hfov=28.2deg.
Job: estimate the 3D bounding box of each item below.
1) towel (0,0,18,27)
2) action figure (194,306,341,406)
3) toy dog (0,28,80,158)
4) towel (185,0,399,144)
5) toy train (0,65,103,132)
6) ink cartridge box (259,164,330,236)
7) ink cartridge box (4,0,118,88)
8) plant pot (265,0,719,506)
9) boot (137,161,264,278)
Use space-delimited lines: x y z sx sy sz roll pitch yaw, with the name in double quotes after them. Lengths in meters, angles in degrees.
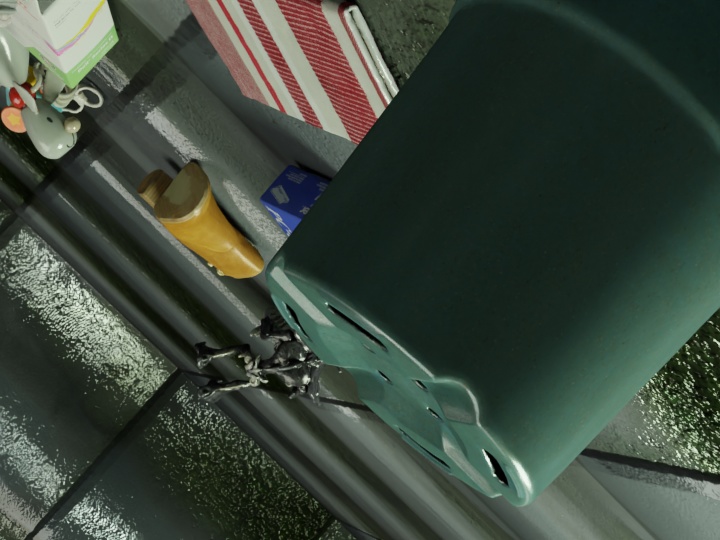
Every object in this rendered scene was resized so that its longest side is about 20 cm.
-0.356 -0.245 1.035 0.191 0.032 0.200 42 -164 1 "towel"
-0.104 0.106 1.747 0.198 0.102 0.120 -9 107 24 "action figure"
-0.325 -0.216 1.396 0.096 0.133 0.200 -19 132 31 "toy dog"
-0.044 -0.147 0.946 0.199 0.023 0.144 28 159 42 "towel"
-0.375 -0.217 1.512 0.149 0.056 0.200 -11 133 44 "toy train"
0.000 0.000 1.228 0.094 0.044 0.200 26 159 46 "ink cartridge box"
-0.273 -0.246 1.194 0.117 0.067 0.200 42 168 7 "ink cartridge box"
0.074 -0.021 0.617 0.200 0.196 0.200 40 166 12 "plant pot"
-0.153 -0.044 1.510 0.144 0.071 0.201 41 172 -22 "boot"
